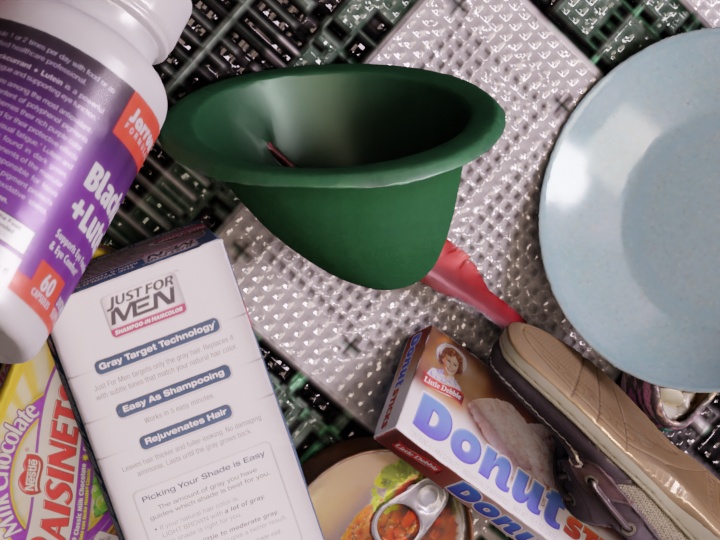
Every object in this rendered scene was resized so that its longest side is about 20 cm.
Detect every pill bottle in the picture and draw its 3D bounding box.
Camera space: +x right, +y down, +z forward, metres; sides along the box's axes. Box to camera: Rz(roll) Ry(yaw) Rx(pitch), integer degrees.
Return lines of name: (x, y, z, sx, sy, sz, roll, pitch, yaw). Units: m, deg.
pill bottle: (-0.163, -0.065, 1.301, 0.111, 0.111, 0.200, 34, 71, -22)

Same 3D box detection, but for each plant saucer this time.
plant saucer: (0.196, -0.031, 1.435, 0.201, 0.201, 0.039, -58, 155, 3)

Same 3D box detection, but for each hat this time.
hat: (0.000, 0.000, 1.372, 0.200, 0.166, 0.176, -3, 115, -3)

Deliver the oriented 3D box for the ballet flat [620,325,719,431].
ballet flat: (0.210, 0.002, 1.479, 0.069, 0.071, 0.200, 24, 95, -23)

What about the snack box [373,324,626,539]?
snack box: (0.096, 0.115, 1.477, 0.200, 0.024, 0.072, 37, 53, -22)

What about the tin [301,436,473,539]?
tin: (-0.028, 0.176, 1.467, 0.200, 0.042, 0.112, -42, 116, -4)

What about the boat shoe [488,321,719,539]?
boat shoe: (0.137, 0.111, 1.450, 0.200, 0.072, 0.065, 41, 111, -16)

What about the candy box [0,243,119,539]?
candy box: (-0.150, 0.087, 1.411, 0.102, 0.026, 0.200, 20, 97, -18)

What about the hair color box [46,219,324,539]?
hair color box: (-0.091, 0.085, 1.378, 0.100, 0.061, 0.200, -20, 106, -10)
